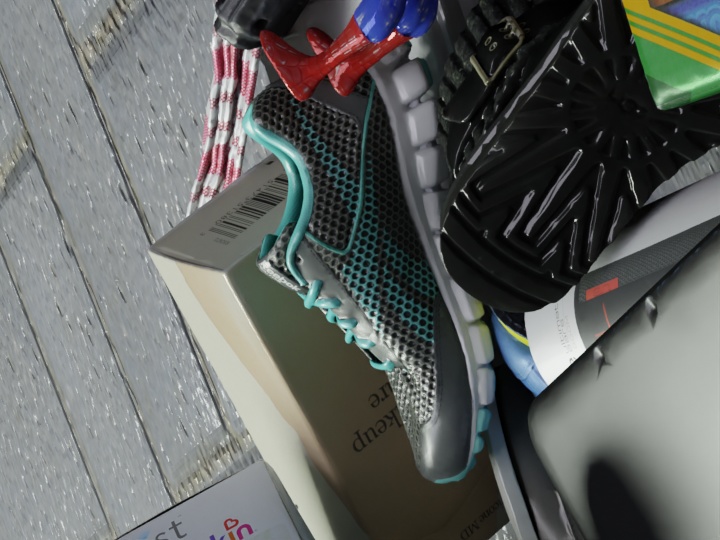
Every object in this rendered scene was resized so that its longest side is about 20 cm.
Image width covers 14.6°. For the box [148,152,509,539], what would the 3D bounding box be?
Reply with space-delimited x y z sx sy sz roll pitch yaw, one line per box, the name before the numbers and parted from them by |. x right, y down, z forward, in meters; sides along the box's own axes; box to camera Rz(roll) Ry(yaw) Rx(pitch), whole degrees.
box | -0.007 0.050 1.333 0.078 0.095 0.201 15 140 56

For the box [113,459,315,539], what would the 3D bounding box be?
box | -0.021 0.220 1.297 0.177 0.096 0.201 59 176 49

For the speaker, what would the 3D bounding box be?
speaker | 0.147 0.001 1.063 0.200 0.081 0.082 -25 83 57

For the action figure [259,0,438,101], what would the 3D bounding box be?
action figure | 0.033 -0.164 1.150 0.200 0.065 0.099 -34 82 27

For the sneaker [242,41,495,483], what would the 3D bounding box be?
sneaker | 0.000 0.000 1.242 0.078 0.091 0.201 163 93 -77

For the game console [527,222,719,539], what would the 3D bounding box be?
game console | 0.175 0.084 1.042 0.200 0.175 0.117 130 148 -58

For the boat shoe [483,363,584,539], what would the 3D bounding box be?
boat shoe | 0.107 0.130 1.265 0.072 0.060 0.203 26 -137 -78

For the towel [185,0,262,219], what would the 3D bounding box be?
towel | -0.065 -0.102 1.380 0.147 0.030 0.201 -85 5 -58

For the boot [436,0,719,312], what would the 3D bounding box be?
boot | 0.103 -0.092 1.112 0.079 0.211 0.158 41 -159 -14

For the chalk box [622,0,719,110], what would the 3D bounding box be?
chalk box | 0.174 -0.141 0.898 0.200 0.124 0.125 -16 92 65

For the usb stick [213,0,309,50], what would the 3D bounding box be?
usb stick | 0.002 -0.179 1.188 0.033 0.055 0.200 37 110 4

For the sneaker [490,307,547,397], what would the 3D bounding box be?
sneaker | 0.130 0.064 1.190 0.200 0.066 0.079 41 162 40

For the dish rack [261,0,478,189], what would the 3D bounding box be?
dish rack | 0.015 -0.070 1.337 0.200 0.043 0.173 -20 89 64
